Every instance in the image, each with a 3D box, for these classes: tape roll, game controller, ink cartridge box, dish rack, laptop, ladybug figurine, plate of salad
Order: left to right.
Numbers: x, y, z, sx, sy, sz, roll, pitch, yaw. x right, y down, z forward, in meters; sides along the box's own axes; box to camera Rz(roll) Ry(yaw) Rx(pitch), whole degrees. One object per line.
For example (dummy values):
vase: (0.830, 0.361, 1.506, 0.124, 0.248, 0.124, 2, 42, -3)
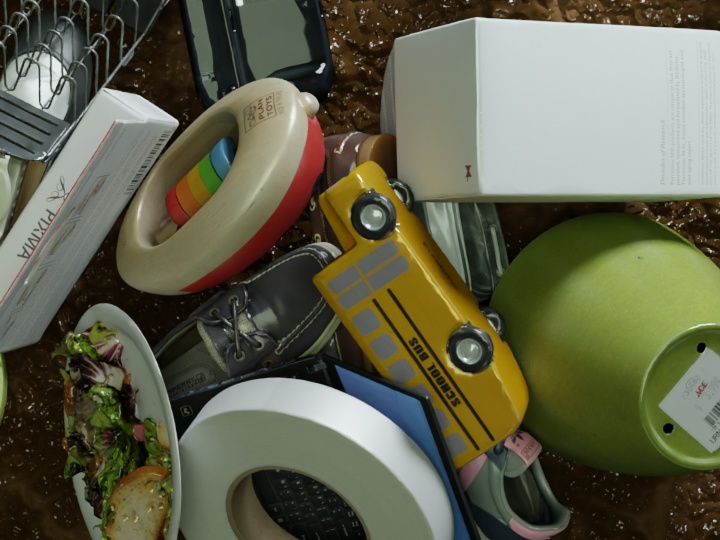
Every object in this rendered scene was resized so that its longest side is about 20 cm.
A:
dish rack: (-0.237, -0.167, 1.103, 0.153, 0.055, 0.200, 26, 49, 2)
ink cartridge box: (-0.213, -0.032, 1.088, 0.045, 0.176, 0.200, 34, 97, 3)
plate of salad: (-0.177, 0.124, 1.099, 0.048, 0.200, 0.201, -7, 92, -31)
ladybug figurine: (-0.093, -0.053, 1.120, 0.072, 0.136, 0.200, 30, 125, -33)
game controller: (-0.084, -0.212, 1.165, 0.104, 0.042, 0.201, -11, 92, -14)
tape roll: (-0.036, 0.163, 1.068, 0.202, 0.037, 0.203, 13, 128, 17)
laptop: (-0.026, 0.159, 1.091, 0.199, 0.103, 0.178, -17, 116, 6)

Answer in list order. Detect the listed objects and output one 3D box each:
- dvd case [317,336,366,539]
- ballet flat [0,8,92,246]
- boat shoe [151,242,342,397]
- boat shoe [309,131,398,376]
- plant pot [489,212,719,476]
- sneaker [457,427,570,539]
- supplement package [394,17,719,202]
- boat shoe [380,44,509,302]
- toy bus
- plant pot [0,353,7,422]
dvd case: (-0.005, 0.113, 1.179, 0.148, 0.016, 0.201, 18, 92, 0)
ballet flat: (-0.243, -0.096, 1.149, 0.068, 0.068, 0.201, 15, 91, 1)
boat shoe: (-0.090, 0.051, 1.120, 0.200, 0.065, 0.072, -35, 75, 25)
boat shoe: (0.000, 0.000, 1.142, 0.070, 0.070, 0.201, 0, 94, 35)
plant pot: (0.199, 0.063, 1.066, 0.187, 0.200, 0.188, -1, 98, -11)
sneaker: (0.086, 0.109, 1.123, 0.070, 0.082, 0.200, -46, 115, -38)
supplement package: (0.136, -0.106, 1.085, 0.199, 0.117, 0.118, -2, 92, -27)
boat shoe: (0.065, -0.071, 1.155, 0.071, 0.072, 0.201, -12, 97, -23)
toy bus: (0.036, 0.027, 1.051, 0.078, 0.065, 0.200, -35, 93, 18)
plant pot: (-0.366, 0.087, 1.098, 0.200, 0.184, 0.201, 0, 92, 0)
